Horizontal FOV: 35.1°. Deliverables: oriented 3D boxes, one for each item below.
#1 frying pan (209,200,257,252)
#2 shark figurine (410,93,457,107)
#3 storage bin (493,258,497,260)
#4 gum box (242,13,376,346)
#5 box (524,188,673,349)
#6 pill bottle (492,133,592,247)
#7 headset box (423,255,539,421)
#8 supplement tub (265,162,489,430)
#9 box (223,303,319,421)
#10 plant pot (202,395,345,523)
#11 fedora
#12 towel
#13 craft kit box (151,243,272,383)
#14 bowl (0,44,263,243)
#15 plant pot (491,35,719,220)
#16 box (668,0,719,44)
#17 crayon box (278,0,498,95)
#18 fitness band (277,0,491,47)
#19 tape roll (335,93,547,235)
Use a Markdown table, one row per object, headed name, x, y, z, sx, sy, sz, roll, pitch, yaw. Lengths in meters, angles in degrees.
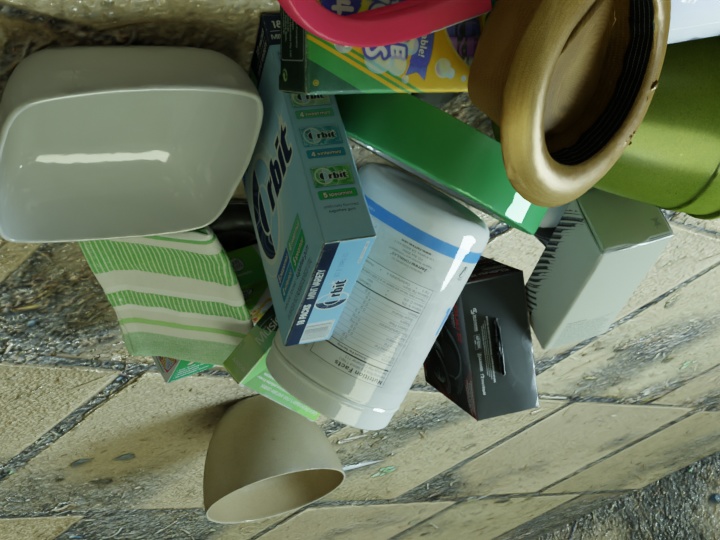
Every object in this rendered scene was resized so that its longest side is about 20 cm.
| name | x | y | z | sx | sy | sz | roll | pitch | yaw |
| --- | --- | --- | --- | --- | --- | --- | --- | --- | --- |
| frying pan | -0.131 | -0.015 | 1.169 | 0.114 | 0.031 | 0.190 | -19 | 152 | 3 |
| shark figurine | 0.062 | -0.176 | 0.897 | 0.127 | 0.090 | 0.214 | -27 | 156 | 16 |
| storage bin | 0.083 | 0.089 | 1.451 | 0.198 | 0.095 | 0.199 | -14 | 155 | -11 |
| gum box | -0.050 | -0.069 | 0.899 | 0.044 | 0.202 | 0.170 | -8 | 154 | -18 |
| box | 0.225 | -0.002 | 1.113 | 0.081 | 0.069 | 0.201 | -14 | 153 | -17 |
| pill bottle | 0.204 | -0.086 | 1.147 | 0.113 | 0.115 | 0.200 | -26 | 154 | 18 |
| headset box | 0.124 | 0.067 | 1.242 | 0.076 | 0.151 | 0.200 | -11 | -169 | -12 |
| supplement tub | 0.014 | 0.021 | 0.996 | 0.131 | 0.132 | 0.202 | 12 | 110 | -48 |
| box | -0.026 | 0.046 | 1.114 | 0.201 | 0.036 | 0.144 | -51 | 145 | 1 |
| plant pot | -0.134 | 0.253 | 1.591 | 0.198 | 0.136 | 0.201 | -16 | 155 | -7 |
| fedora | 0.135 | -0.144 | 0.777 | 0.200 | 0.081 | 0.203 | -30 | 131 | -40 |
| towel | -0.180 | 0.022 | 1.069 | 0.151 | 0.024 | 0.201 | 6 | 139 | 16 |
| craft kit box | -0.105 | 0.030 | 1.205 | 0.198 | 0.049 | 0.198 | -19 | 156 | -34 |
| bowl | -0.188 | -0.105 | 0.882 | 0.197 | 0.075 | 0.200 | -6 | 154 | -25 |
| plant pot | 0.218 | -0.149 | 0.960 | 0.190 | 0.203 | 0.201 | 3 | 151 | -16 |
| box | 0.269 | -0.253 | 0.848 | 0.198 | 0.079 | 0.142 | -12 | 140 | -14 |
| crayon box | 0.042 | -0.190 | 0.803 | 0.198 | 0.127 | 0.051 | -6 | -168 | -27 |
| fitness band | 0.025 | -0.223 | 0.726 | 0.198 | 0.037 | 0.145 | -22 | 117 | -23 |
| tape roll | 0.063 | -0.095 | 0.925 | 0.200 | 0.200 | 0.049 | 22 | 98 | -55 |
